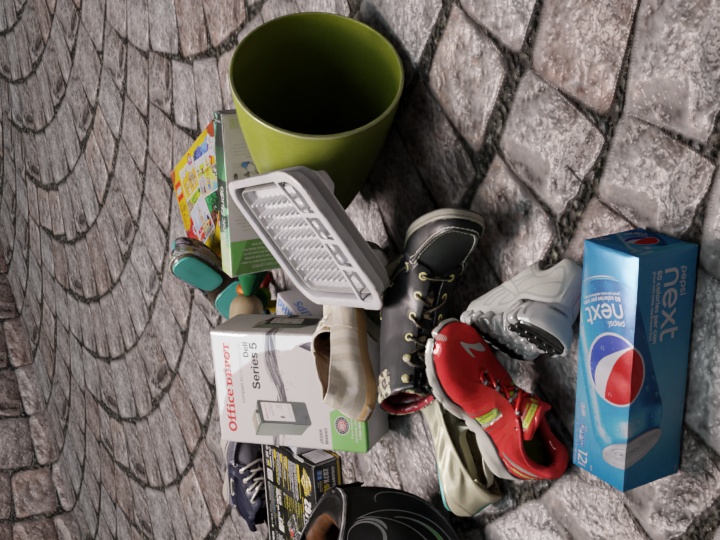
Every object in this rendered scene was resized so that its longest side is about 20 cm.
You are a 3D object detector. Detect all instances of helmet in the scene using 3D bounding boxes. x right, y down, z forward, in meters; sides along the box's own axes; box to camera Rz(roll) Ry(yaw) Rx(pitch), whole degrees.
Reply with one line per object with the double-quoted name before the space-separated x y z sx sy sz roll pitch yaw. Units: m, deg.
"helmet" 0.029 0.347 1.185 0.201 0.189 0.201 -57 18 29

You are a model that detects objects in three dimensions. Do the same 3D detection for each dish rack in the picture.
"dish rack" -0.050 -0.040 1.112 0.172 0.044 0.199 54 158 -17

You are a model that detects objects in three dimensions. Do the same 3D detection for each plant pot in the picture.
"plant pot" -0.052 -0.149 1.194 0.188 0.185 0.201 59 159 31

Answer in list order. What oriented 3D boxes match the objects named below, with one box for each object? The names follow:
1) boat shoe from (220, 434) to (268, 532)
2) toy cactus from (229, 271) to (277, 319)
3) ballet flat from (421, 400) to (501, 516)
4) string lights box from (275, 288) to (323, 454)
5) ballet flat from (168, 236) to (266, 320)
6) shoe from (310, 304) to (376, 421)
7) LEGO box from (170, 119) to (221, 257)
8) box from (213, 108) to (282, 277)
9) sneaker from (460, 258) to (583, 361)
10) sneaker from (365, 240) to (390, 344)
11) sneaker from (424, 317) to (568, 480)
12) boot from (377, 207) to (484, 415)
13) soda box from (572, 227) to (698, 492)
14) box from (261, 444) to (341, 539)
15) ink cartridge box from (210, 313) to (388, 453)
"boat shoe" -0.164 0.312 1.640 0.093 0.074 0.202 43 142 37
"toy cactus" -0.137 0.024 1.426 0.200 0.101 0.167 114 168 -63
"ballet flat" 0.103 0.158 1.130 0.069 0.069 0.202 -26 79 59
"string lights box" -0.075 0.134 1.424 0.103 0.058 0.202 47 137 43
"ballet flat" -0.203 0.011 1.523 0.071 0.200 0.073 -19 50 25
"shoe" -0.025 0.081 1.142 0.201 0.053 0.071 -105 27 -55
"LEGO box" -0.194 -0.113 1.529 0.200 0.076 0.151 -34 71 59
"box" -0.105 -0.101 1.311 0.036 0.143 0.202 26 121 59
"sneaker" 0.155 0.035 0.990 0.082 0.075 0.200 -60 11 -12
"sneaker" 0.000 0.000 1.244 0.200 0.067 0.091 40 132 41
"sneaker" 0.135 0.120 0.997 0.084 0.077 0.201 -2 133 50
"boot" 0.068 0.043 1.051 0.204 0.073 0.155 128 147 -57
"soda box" 0.223 0.073 0.873 0.064 0.067 0.202 25 120 55
"box" -0.081 0.342 1.515 0.159 0.049 0.203 14 111 55
"ink cartridge box" -0.074 0.134 1.297 0.198 0.084 0.147 0 103 21
